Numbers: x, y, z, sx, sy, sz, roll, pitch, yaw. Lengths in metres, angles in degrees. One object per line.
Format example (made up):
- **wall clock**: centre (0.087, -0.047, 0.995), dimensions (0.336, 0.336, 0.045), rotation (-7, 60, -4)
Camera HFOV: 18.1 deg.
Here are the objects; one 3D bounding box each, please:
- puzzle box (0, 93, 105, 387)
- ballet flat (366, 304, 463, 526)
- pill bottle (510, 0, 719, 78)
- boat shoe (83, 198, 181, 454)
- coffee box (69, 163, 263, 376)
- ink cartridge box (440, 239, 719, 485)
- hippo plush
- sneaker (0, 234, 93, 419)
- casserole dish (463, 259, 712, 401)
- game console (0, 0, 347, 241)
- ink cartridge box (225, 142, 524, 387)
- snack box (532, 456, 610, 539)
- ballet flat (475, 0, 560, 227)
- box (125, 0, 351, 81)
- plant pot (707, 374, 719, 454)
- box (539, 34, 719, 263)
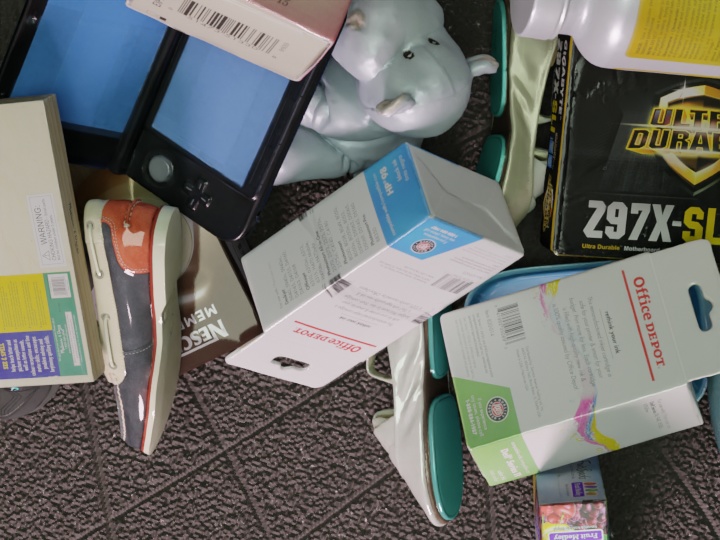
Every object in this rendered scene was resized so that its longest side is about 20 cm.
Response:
- **puzzle box**: centre (-0.255, -0.016, 1.538), dimensions (0.133, 0.025, 0.200), rotation (-4, 105, 15)
- **ballet flat**: centre (0.038, 0.089, 1.677), dimensions (0.069, 0.069, 0.200), rotation (-3, 94, 5)
- **pill bottle**: centre (0.208, -0.189, 1.524), dimensions (0.200, 0.112, 0.112), rotation (5, 99, -10)
- **boat shoe**: centre (-0.161, 0.039, 1.578), dimensions (0.063, 0.071, 0.200), rotation (7, 122, 6)
- **coffee box**: centre (-0.154, -0.026, 1.660), dimensions (0.114, 0.080, 0.200), rotation (-26, 95, 9)
- **ink cartridge box**: centre (0.167, 0.064, 1.587), dimensions (0.200, 0.067, 0.117), rotation (-17, 56, 9)
- **hippo plush**: centre (-0.002, -0.121, 1.571), dimensions (0.159, 0.161, 0.200), rotation (-28, 93, -23)
- **sneaker**: centre (-0.256, 0.043, 1.643), dimensions (0.075, 0.079, 0.200), rotation (42, 137, 18)
- **casserole dish**: centre (0.166, 0.052, 1.667), dimensions (0.200, 0.039, 0.121), rotation (-5, 97, 5)
- **game console**: centre (-0.133, -0.134, 1.519), dimensions (0.171, 0.118, 0.200), rotation (34, 114, 20)
- **ink cartridge box**: centre (0.000, 0.000, 1.596), dimensions (0.200, 0.116, 0.067), rotation (-34, 59, 27)
- **snack box**: centre (0.153, 0.210, 1.609), dimensions (0.053, 0.200, 0.142), rotation (-5, 97, 4)
- **ballet flat**: centre (0.120, -0.101, 1.639), dimensions (0.069, 0.069, 0.200), rotation (8, 99, 3)
- **box**: centre (-0.050, -0.243, 1.437), dimensions (0.128, 0.109, 0.200), rotation (23, 76, -10)
- **plant pot**: centre (0.322, 0.074, 1.592), dimensions (0.200, 0.200, 0.135), rotation (-38, 76, 9)
- **box**: centre (0.234, -0.087, 1.615), dimensions (0.200, 0.049, 0.160), rotation (3, 101, -10)
